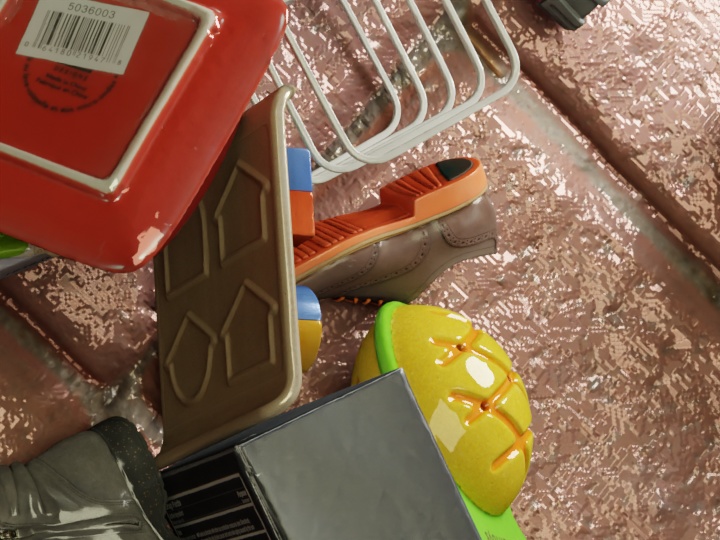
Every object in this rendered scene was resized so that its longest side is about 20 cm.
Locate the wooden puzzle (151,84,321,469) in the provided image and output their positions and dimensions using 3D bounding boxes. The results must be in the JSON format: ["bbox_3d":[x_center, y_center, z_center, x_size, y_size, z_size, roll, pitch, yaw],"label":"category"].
[{"bbox_3d":[-0.072,0.008,1.710,0.046,0.185,0.201,8,72,-26],"label":"wooden puzzle"}]

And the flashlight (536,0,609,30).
[{"bbox_3d":[0.090,-0.248,1.892,0.200,0.068,0.068,43,65,-10],"label":"flashlight"}]

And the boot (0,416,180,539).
[{"bbox_3d":[-0.161,0.196,1.713,0.131,0.070,0.200,-23,77,-34],"label":"boot"}]

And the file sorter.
[{"bbox_3d":[-0.013,-0.129,1.766,0.139,0.200,0.125,-30,96,-22],"label":"file sorter"}]

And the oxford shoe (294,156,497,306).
[{"bbox_3d":[0.000,0.000,1.816,0.200,0.071,0.073,-25,111,-12],"label":"oxford shoe"}]

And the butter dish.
[{"bbox_3d":[-0.152,-0.081,1.671,0.199,0.148,0.200,20,68,21],"label":"butter dish"}]

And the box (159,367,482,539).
[{"bbox_3d":[-0.012,0.179,1.707,0.123,0.200,0.199,-26,90,-21],"label":"box"}]

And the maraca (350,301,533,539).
[{"bbox_3d":[0.058,0.109,1.781,0.137,0.107,0.200,21,43,-59],"label":"maraca"}]

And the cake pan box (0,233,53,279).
[{"bbox_3d":[-0.240,-0.086,1.753,0.200,0.052,0.185,-21,90,-22],"label":"cake pan box"}]

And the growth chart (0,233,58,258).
[{"bbox_3d":[-0.265,-0.094,1.710,0.144,0.018,0.201,-10,83,-21],"label":"growth chart"}]
